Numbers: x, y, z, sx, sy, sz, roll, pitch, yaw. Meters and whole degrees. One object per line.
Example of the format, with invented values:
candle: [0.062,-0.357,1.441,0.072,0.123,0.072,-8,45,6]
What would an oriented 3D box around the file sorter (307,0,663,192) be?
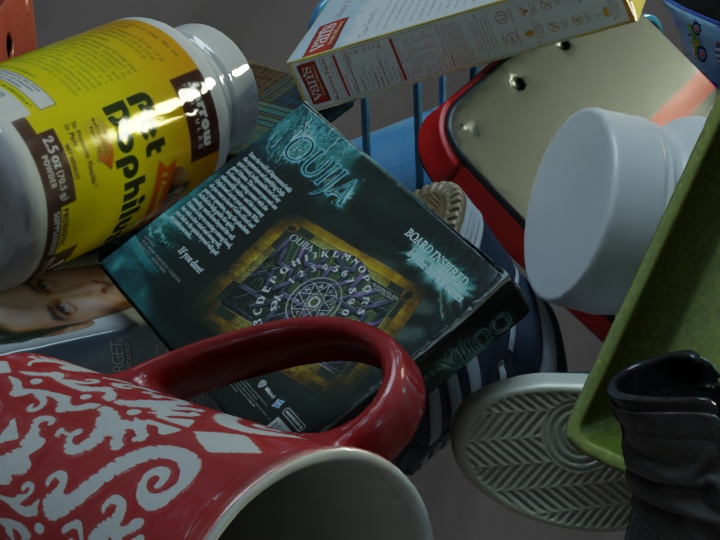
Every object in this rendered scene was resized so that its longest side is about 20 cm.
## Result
file sorter: [0.079,-0.111,1.284,0.200,0.123,0.139,19,31,40]

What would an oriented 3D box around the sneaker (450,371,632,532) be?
sneaker: [0.139,0.072,0.938,0.200,0.075,0.085,2,17,-4]

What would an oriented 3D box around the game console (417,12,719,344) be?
game console: [0.140,-0.060,1.126,0.177,0.031,0.200,46,51,1]

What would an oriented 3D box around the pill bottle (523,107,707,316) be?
pill bottle: [0.190,-0.011,0.987,0.200,0.114,0.114,12,19,-18]

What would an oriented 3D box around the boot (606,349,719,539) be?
boot: [0.192,0.101,0.781,0.200,0.132,0.070,4,24,14]

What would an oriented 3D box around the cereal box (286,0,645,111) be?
cereal box: [0.069,-0.157,1.151,0.200,0.040,0.144,-14,24,24]

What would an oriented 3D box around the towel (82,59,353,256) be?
towel: [-0.112,-0.055,1.193,0.200,0.022,0.147,-38,30,-17]

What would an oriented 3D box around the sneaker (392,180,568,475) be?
sneaker: [0.033,0.066,0.958,0.070,0.109,0.200,-6,48,43]

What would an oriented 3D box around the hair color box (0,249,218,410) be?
hair color box: [-0.119,0.034,1.051,0.200,0.061,0.099,-12,26,-20]

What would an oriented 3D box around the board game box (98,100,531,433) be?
board game box: [-0.027,0.007,0.943,0.135,0.028,0.200,-38,40,-6]

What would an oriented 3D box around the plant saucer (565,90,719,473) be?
plant saucer: [0.216,0.025,0.860,0.199,0.200,0.048,25,-2,6]

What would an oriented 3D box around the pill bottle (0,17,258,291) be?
pill bottle: [-0.146,-0.070,1.079,0.109,0.109,0.200,15,29,34]

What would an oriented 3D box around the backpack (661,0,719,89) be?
backpack: [0.291,-0.131,1.294,0.182,0.135,0.200,-15,27,-25]

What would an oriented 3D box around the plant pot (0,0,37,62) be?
plant pot: [-0.282,-0.089,1.168,0.176,0.200,0.200,0,24,4]

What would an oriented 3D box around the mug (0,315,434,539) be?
mug: [-0.071,0.101,0.818,0.177,0.134,0.200,-27,29,-37]
